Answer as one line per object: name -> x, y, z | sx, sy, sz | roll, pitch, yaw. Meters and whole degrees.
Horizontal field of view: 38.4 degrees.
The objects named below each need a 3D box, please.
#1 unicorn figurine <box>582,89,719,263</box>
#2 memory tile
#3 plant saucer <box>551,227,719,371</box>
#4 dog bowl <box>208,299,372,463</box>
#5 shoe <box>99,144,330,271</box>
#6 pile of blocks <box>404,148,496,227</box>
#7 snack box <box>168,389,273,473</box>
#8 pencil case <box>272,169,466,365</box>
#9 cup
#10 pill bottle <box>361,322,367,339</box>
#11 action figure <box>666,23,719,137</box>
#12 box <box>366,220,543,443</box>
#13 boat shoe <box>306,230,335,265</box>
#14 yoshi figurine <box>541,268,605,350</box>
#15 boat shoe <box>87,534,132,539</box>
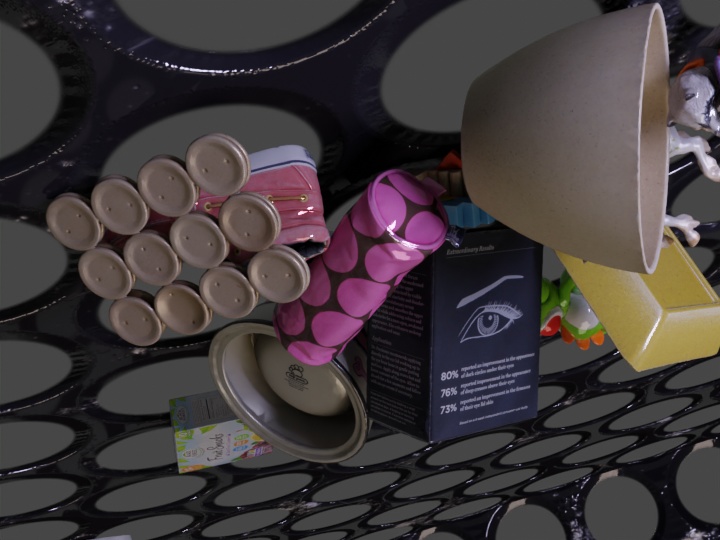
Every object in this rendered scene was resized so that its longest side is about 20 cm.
unicorn figurine -> 0.254, -0.071, 0.935 | 0.136, 0.202, 0.074 | 22, 164, -22
memory tile -> -0.147, -0.019, 0.831 | 0.198, 0.017, 0.154 | -17, 115, 26
plant saucer -> 0.275, -0.005, 1.022 | 0.199, 0.201, 0.048 | -1, 145, -50
dog bowl -> -0.064, 0.113, 1.129 | 0.200, 0.200, 0.074 | -44, -175, 48
shoe -> -0.124, -0.031, 0.864 | 0.198, 0.092, 0.072 | -17, 157, 3
pile of blocks -> 0.116, -0.082, 0.932 | 0.198, 0.063, 0.082 | -14, -158, -12
snack box -> -0.189, 0.218, 1.426 | 0.141, 0.053, 0.200 | -9, 156, -12
pencil case -> 0.000, 0.000, 0.907 | 0.200, 0.091, 0.094 | -46, -173, 42
cup -> 0.159, -0.101, 0.807 | 0.142, 0.202, 0.200 | 3, 164, 22
pill bottle -> 0.030, 0.070, 1.165 | 0.111, 0.113, 0.200 | 1, 151, -34
action figure -> 0.334, -0.129, 0.848 | 0.192, 0.202, 0.104 | -5, 175, -22
box -> 0.092, 0.050, 1.011 | 0.147, 0.202, 0.104 | -5, -169, -36
boat shoe -> -0.058, -0.009, 1.001 | 0.068, 0.057, 0.200 | -25, 155, 21
yoshi figurine -> 0.228, 0.021, 1.241 | 0.198, 0.112, 0.113 | 14, 104, -27
boat shoe -> -0.518, 0.539, 1.916 | 0.198, 0.064, 0.071 | -5, 155, -23
